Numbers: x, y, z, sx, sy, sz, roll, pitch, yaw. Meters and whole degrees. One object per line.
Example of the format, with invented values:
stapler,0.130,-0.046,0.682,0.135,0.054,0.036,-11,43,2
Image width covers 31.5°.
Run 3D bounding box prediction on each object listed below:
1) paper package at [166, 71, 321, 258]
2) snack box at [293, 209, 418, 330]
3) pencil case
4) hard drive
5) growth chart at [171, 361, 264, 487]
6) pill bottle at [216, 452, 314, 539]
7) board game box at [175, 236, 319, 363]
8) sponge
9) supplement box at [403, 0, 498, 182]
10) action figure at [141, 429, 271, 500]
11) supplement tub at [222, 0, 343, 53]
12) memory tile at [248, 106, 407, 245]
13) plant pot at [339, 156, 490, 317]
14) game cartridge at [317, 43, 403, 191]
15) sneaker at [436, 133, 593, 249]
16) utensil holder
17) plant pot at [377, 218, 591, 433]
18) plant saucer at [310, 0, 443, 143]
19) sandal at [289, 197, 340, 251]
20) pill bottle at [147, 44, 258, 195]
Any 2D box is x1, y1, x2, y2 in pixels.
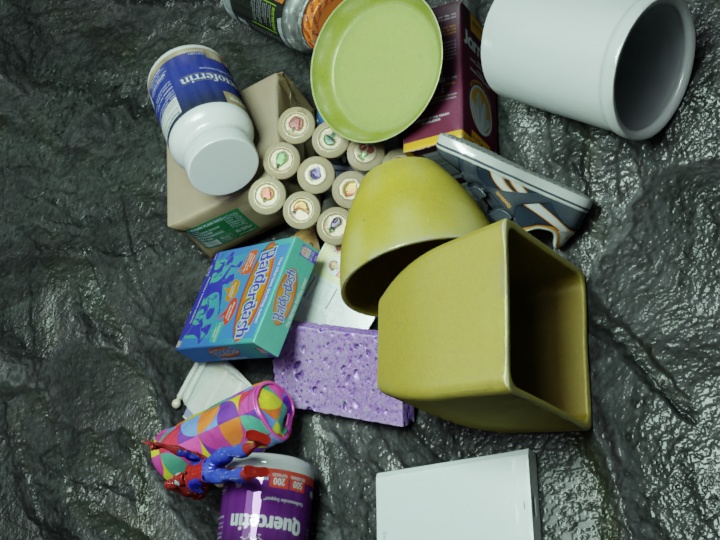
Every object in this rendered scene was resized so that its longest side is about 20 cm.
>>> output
paper package,-0.163,-0.145,1.776,0.199,0.103,0.191,-23,52,23
snack box,0.000,0.000,1.650,0.116,0.037,0.200,28,86,24
pencil case,-0.175,0.211,1.631,0.200,0.088,0.089,-28,57,31
hard drive,0.111,0.287,1.476,0.199,0.026,0.132,-14,63,27
growth chart,-0.183,0.193,1.702,0.200,0.018,0.145,45,107,38
pill bottle,-0.119,0.329,1.552,0.112,0.112,0.201,-8,66,30
board game box,-0.150,0.041,1.665,0.200,0.045,0.153,-9,54,52
sponge,-0.024,0.126,1.599,0.199,0.030,0.112,5,103,35
supplement box,0.116,-0.226,1.638,0.085,0.110,0.201,-12,64,28
action figure,-0.196,0.232,1.527,0.200,0.099,0.066,-31,50,53
supplement tub,-0.099,-0.388,1.838,0.200,0.122,0.123,33,90,37
memory tile,-0.034,-0.114,1.638,0.199,0.017,0.154,22,84,10
plant pot,0.061,-0.051,1.534,0.200,0.200,0.142,-24,62,23
game cartridge,0.001,-0.198,1.684,0.129,0.038,0.201,6,109,31
sneaker,0.171,-0.092,1.517,0.199,0.078,0.080,26,102,-1
utensil holder,0.267,-0.259,1.520,0.200,0.170,0.170,22,83,40
plant pot,0.129,0.080,1.456,0.199,0.194,0.196,-13,64,34
plant saucer,0.025,-0.257,1.601,0.199,0.031,0.201,-4,83,35
sandal,-0.083,-0.015,1.709,0.200,0.055,0.082,-50,53,-3
pill bottle,-0.206,-0.198,1.691,0.116,0.116,0.200,-38,48,14
